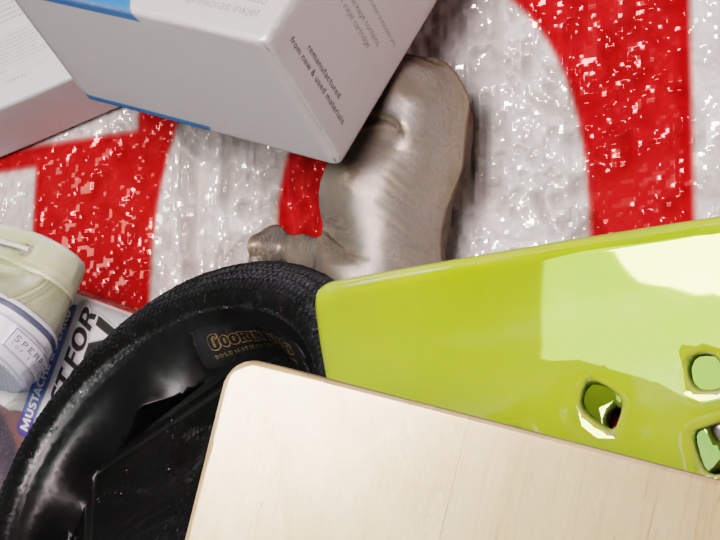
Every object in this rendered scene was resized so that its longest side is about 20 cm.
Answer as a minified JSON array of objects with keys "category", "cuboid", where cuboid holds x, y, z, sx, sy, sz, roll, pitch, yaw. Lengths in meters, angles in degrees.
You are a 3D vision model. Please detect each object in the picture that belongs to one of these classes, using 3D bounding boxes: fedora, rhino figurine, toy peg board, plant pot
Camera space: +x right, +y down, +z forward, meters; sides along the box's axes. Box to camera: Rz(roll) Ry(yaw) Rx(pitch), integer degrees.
[{"category":"fedora","cuboid":[-0.050,0.097,0.726,0.200,0.091,0.202,-26,47,31]},{"category":"rhino figurine","cuboid":[0.000,0.000,0.798,0.087,0.060,0.201,3,81,31]},{"category":"toy peg board","cuboid":[0.044,0.146,0.524,0.198,0.098,0.201,13,87,10]},{"category":"plant pot","cuboid":[0.118,0.086,0.639,0.199,0.199,0.183,-10,80,25]}]

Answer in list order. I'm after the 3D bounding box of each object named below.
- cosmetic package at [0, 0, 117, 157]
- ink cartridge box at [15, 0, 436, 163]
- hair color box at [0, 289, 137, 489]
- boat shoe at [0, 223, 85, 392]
[{"category":"cosmetic package","cuboid":[-0.179,-0.138,0.933,0.199,0.052,0.152,-19,72,24]},{"category":"ink cartridge box","cuboid":[-0.032,-0.160,0.800,0.144,0.084,0.201,16,65,32]},{"category":"hair color box","cuboid":[-0.145,0.061,0.860,0.199,0.064,0.112,17,87,32]},{"category":"boat shoe","cuboid":[-0.205,-0.002,0.844,0.199,0.072,0.062,19,61,28]}]
